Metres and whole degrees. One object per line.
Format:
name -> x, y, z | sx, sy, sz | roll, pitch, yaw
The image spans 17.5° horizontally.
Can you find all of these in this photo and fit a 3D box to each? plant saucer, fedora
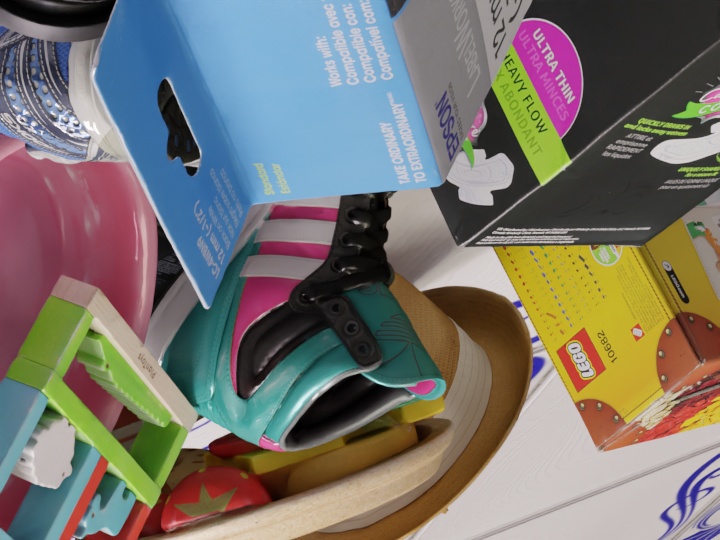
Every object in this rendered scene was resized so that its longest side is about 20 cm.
plant saucer -> -0.155, 0.026, 0.926 | 0.201, 0.051, 0.202 | -46, 147, -42
fedora -> -0.003, 0.066, 1.274 | 0.200, 0.201, 0.082 | -30, 123, 10

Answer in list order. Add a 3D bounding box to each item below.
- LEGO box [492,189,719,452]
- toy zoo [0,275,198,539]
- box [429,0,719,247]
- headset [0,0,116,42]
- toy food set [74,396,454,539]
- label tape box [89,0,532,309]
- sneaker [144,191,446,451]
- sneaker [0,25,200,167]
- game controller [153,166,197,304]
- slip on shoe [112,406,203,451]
LEGO box -> 0.131, -0.034, 1.053 | 0.148, 0.201, 0.077 | -8, 154, -42
toy zoo -> -0.136, 0.118, 0.943 | 0.201, 0.020, 0.131 | -64, 155, -18
box -> 0.108, -0.121, 0.864 | 0.200, 0.149, 0.124 | -38, 157, 34
headset -> -0.076, -0.135, 0.737 | 0.123, 0.094, 0.199 | -38, 144, 29
toy food set -> -0.047, 0.096, 1.122 | 0.197, 0.049, 0.200 | -18, -178, -20
label tape box -> 0.003, -0.097, 0.702 | 0.144, 0.066, 0.201 | 69, 41, -59
sneaker -> 0.000, 0.000, 1.015 | 0.201, 0.121, 0.084 | -54, 156, 10
sneaker -> -0.088, -0.073, 0.868 | 0.084, 0.078, 0.200 | 0, 180, 12
game controller -> -0.082, -0.016, 1.087 | 0.104, 0.042, 0.200 | -17, 165, 20
slip on shoe -> -0.122, 0.058, 1.180 | 0.074, 0.062, 0.200 | -17, -176, 37
